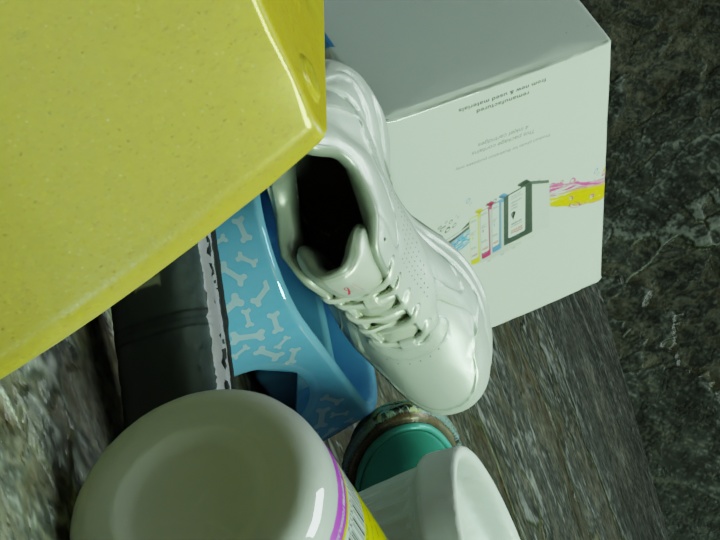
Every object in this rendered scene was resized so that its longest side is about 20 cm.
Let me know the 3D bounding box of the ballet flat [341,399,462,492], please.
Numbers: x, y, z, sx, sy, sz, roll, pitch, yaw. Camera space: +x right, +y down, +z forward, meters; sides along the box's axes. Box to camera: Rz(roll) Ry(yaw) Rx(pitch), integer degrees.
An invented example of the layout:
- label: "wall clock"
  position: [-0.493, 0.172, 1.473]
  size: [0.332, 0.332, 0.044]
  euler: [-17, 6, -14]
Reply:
- label: "ballet flat"
  position: [0.024, 0.115, 1.322]
  size: [0.200, 0.074, 0.074]
  euler: [80, -1, -53]

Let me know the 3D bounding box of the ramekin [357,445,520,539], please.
- label: "ramekin"
  position: [0.031, 0.194, 1.131]
  size: [0.200, 0.105, 0.201]
  euler: [-18, 90, -80]

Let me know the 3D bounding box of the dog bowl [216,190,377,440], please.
- label: "dog bowl"
  position: [-0.043, 0.018, 1.208]
  size: [0.200, 0.049, 0.112]
  euler: [57, 18, -56]

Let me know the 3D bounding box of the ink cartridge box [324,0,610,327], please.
- label: "ink cartridge box"
  position: [0.049, -0.080, 1.370]
  size: [0.200, 0.144, 0.147]
  euler: [86, -22, -48]

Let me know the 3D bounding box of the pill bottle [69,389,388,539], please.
- label: "pill bottle"
  position: [-0.029, 0.140, 0.919]
  size: [0.200, 0.104, 0.104]
  euler: [60, 15, -48]

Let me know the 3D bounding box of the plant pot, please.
- label: "plant pot"
  position: [-0.114, -0.094, 0.681]
  size: [0.200, 0.176, 0.200]
  euler: [-91, 160, -57]

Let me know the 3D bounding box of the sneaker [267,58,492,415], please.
- label: "sneaker"
  position: [0.000, 0.000, 1.161]
  size: [0.200, 0.078, 0.099]
  euler: [58, 21, -19]

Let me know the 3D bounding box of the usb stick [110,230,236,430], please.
- label: "usb stick"
  position: [-0.085, -0.015, 0.980]
  size: [0.033, 0.055, 0.201]
  euler: [13, 63, -52]
